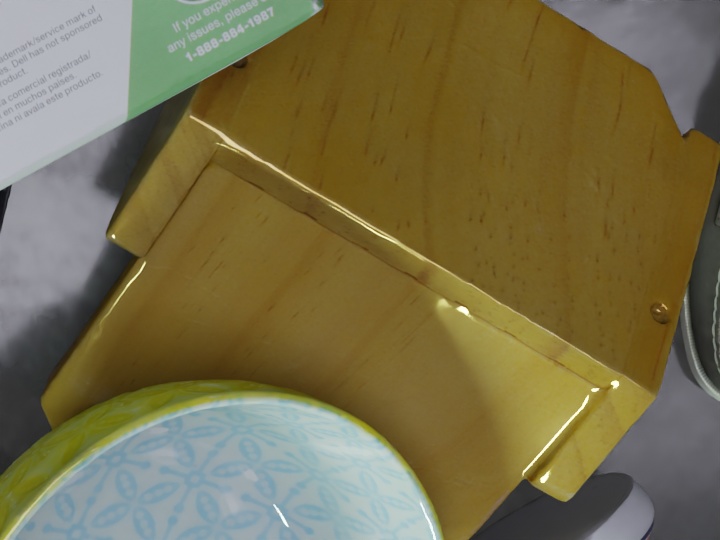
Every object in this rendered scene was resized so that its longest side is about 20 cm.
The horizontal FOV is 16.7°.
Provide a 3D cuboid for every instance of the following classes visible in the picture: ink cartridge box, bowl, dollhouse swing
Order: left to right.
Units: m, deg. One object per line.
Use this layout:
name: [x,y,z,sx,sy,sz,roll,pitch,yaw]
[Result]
ink cartridge box: [-0.125,-0.137,0.800,0.145,0.087,0.201,-30,97,-10]
bowl: [-0.076,0.124,0.897,0.199,0.108,0.202,-9,110,-26]
dollhouse swing: [0.000,0.000,0.958,0.199,0.176,0.182,29,52,-11]

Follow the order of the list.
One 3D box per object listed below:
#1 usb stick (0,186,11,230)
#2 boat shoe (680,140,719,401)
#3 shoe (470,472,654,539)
usb stick: [-0.228,-0.055,0.918,0.199,0.033,0.056,13,86,-10]
boat shoe: [0.178,-0.040,0.964,0.072,0.060,0.203,16,95,-10]
shoe: [0.050,0.170,0.974,0.200,0.072,0.091,-37,103,4]
